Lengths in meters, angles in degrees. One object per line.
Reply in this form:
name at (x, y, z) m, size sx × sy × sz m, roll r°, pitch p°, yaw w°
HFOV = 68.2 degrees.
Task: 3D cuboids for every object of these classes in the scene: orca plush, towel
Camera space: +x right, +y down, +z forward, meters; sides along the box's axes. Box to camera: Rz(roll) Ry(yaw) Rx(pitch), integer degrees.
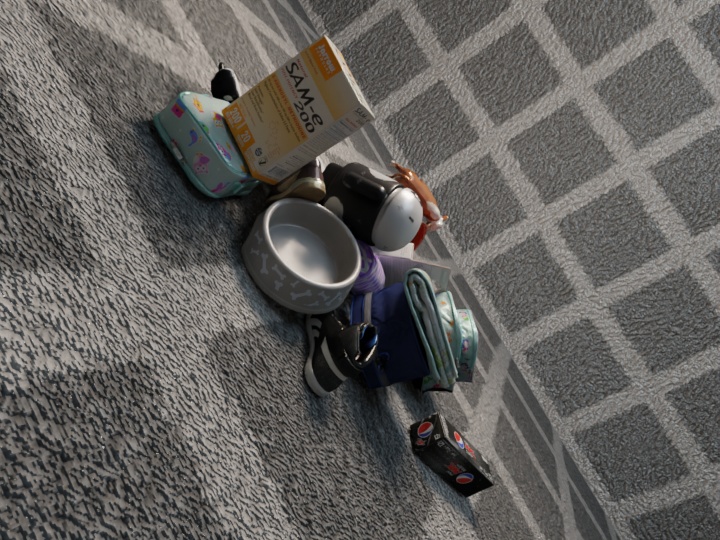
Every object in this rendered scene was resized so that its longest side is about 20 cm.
orca plush at (-0.264, -0.320, 0.982) m, size 0.105 × 0.071 × 0.200 m, roll 70°, pitch -11°, yaw -22°
towel at (0.122, 0.095, 0.935) m, size 0.171 × 0.048 × 0.200 m, roll 18°, pitch 57°, yaw -82°

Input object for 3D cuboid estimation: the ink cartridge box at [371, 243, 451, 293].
ink cartridge box at (0.106, 0.006, 1.177) m, size 0.200 × 0.176 × 0.045 m, roll 86°, pitch 16°, yaw -64°

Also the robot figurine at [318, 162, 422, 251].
robot figurine at (0.015, -0.117, 0.949) m, size 0.200 × 0.125 × 0.150 m, roll 30°, pitch 29°, yaw 18°

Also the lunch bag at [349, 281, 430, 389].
lunch bag at (0.044, 0.123, 0.973) m, size 0.200 × 0.132 × 0.136 m, roll -83°, pitch 155°, yaw -66°

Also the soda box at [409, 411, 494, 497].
soda box at (0.179, 0.360, 1.032) m, size 0.200 × 0.071 × 0.063 m, roll 48°, pitch 20°, yaw -30°

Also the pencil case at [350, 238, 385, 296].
pencil case at (0.000, 0.000, 1.041) m, size 0.086 × 0.084 × 0.200 m, roll 56°, pitch -2°, yaw 15°

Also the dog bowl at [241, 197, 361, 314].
dog bowl at (-0.086, -0.031, 0.847) m, size 0.200 × 0.059 × 0.200 m, roll 23°, pitch 44°, yaw -25°

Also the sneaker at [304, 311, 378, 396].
sneaker at (-0.024, 0.101, 0.836) m, size 0.073 × 0.112 × 0.200 m, roll 50°, pitch 18°, yaw -29°

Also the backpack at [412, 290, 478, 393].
backpack at (0.175, 0.147, 1.152) m, size 0.178 × 0.150 × 0.200 m, roll -90°, pitch 172°, yaw -59°

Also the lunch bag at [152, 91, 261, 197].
lunch bag at (-0.225, -0.191, 0.842) m, size 0.161 × 0.077 × 0.200 m, roll 59°, pitch 16°, yaw -4°

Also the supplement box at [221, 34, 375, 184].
supplement box at (-0.096, -0.239, 0.812) m, size 0.126 × 0.200 × 0.074 m, roll 63°, pitch 16°, yaw 11°

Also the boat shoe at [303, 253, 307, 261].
boat shoe at (-0.098, -0.042, 0.964) m, size 0.065 × 0.072 × 0.200 m, roll 54°, pitch 22°, yaw -34°

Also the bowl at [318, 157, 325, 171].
bowl at (-0.152, -0.236, 0.994) m, size 0.201 × 0.090 × 0.201 m, roll 57°, pitch 7°, yaw -12°

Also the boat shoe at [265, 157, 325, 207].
boat shoe at (-0.112, -0.145, 0.927) m, size 0.072 × 0.200 × 0.065 m, roll 13°, pitch 80°, yaw -23°

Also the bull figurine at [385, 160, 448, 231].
bull figurine at (0.129, -0.175, 1.261) m, size 0.121 × 0.065 × 0.200 m, roll 41°, pitch -6°, yaw 46°

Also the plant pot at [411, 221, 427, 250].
plant pot at (0.021, -0.118, 1.266) m, size 0.195 × 0.201 × 0.201 m, roll 55°, pitch 14°, yaw 23°
